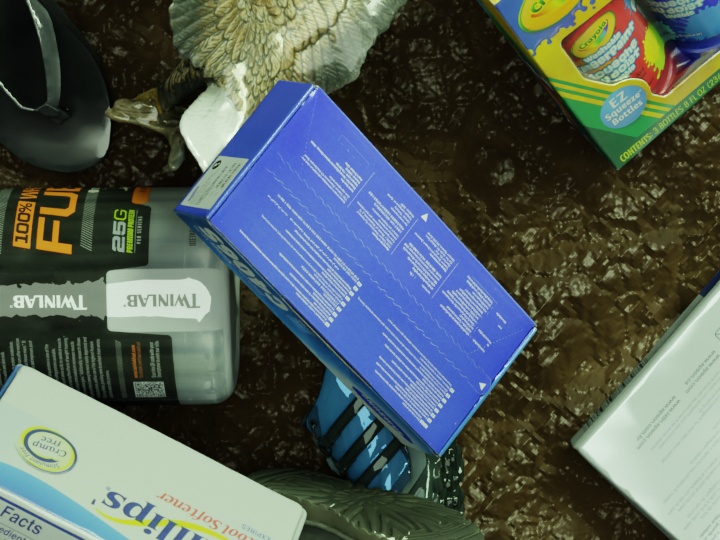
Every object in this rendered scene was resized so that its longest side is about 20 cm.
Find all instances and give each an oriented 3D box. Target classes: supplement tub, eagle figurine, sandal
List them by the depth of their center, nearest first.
[{"bbox_3d":[-0.060,-0.152,1.396,0.150,0.152,0.201,34,115,10],"label":"eagle figurine"},{"bbox_3d":[-0.168,0.015,1.440,0.198,0.123,0.124,-1,94,0],"label":"supplement tub"},{"bbox_3d":[-0.202,-0.140,1.448,0.076,0.043,0.201,-20,111,10],"label":"sandal"}]

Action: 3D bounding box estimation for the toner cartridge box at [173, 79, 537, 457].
[{"bbox_3d":[0.000,0.000,1.376,0.095,0.043,0.200,-50,118,-14],"label":"toner cartridge box"}]

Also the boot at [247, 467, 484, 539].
[{"bbox_3d":[-0.004,0.222,1.430,0.072,0.181,0.202,-4,102,-40],"label":"boot"}]

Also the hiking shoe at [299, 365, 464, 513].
[{"bbox_3d":[0.010,0.101,1.479,0.086,0.074,0.202,-3,89,16],"label":"hiking shoe"}]

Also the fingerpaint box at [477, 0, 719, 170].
[{"bbox_3d":[0.166,-0.179,1.402,0.200,0.073,0.167,-40,137,2],"label":"fingerpaint box"}]

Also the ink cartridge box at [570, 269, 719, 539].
[{"bbox_3d":[0.258,0.092,1.482,0.200,0.041,0.200,42,93,-3],"label":"ink cartridge box"}]

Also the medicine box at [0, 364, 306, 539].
[{"bbox_3d":[-0.154,0.185,1.406,0.181,0.103,0.201,27,124,-2],"label":"medicine box"}]
